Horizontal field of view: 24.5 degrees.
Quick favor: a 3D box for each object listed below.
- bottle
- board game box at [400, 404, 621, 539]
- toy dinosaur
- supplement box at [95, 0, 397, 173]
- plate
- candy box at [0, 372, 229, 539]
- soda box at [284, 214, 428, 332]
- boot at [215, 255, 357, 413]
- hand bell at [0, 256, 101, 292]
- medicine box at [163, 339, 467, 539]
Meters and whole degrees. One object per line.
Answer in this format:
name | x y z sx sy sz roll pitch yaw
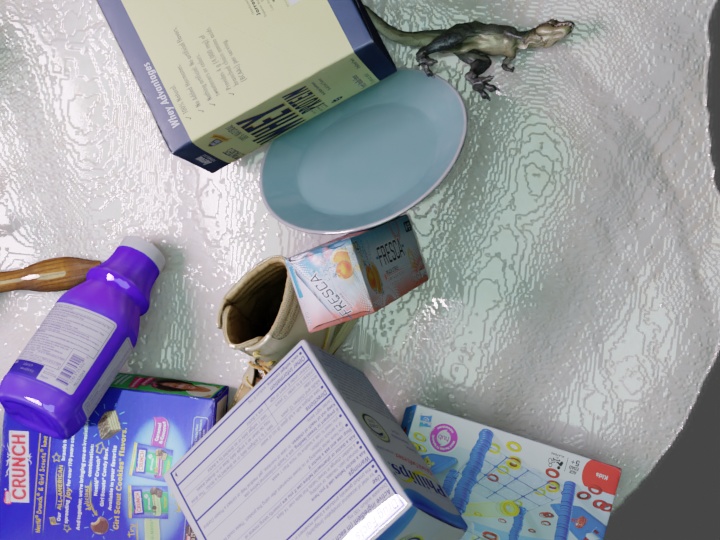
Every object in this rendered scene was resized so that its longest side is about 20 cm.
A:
bottle | -0.247 0.057 1.514 0.083 0.065 0.200 17 58 21
board game box | 0.111 0.242 1.480 0.200 0.056 0.196 17 79 -5
toy dinosaur | 0.091 -0.201 1.503 0.200 0.088 0.048 6 133 8
supplement box | -0.107 -0.225 1.474 0.200 0.134 0.200 -28 81 7
plate | 0.005 -0.103 1.485 0.200 0.200 0.026 -24 134 7
candy box | -0.234 0.184 1.560 0.200 0.077 0.169 6 95 4
soda box | 0.000 0.000 1.458 0.063 0.200 0.069 -18 92 17
boot | -0.089 0.083 1.493 0.073 0.155 0.200 36 95 24
hand bell | -0.344 0.013 1.567 0.200 0.104 0.104 -7 94 -6
medicine box | -0.042 0.198 1.427 0.182 0.103 0.200 -44 54 12
